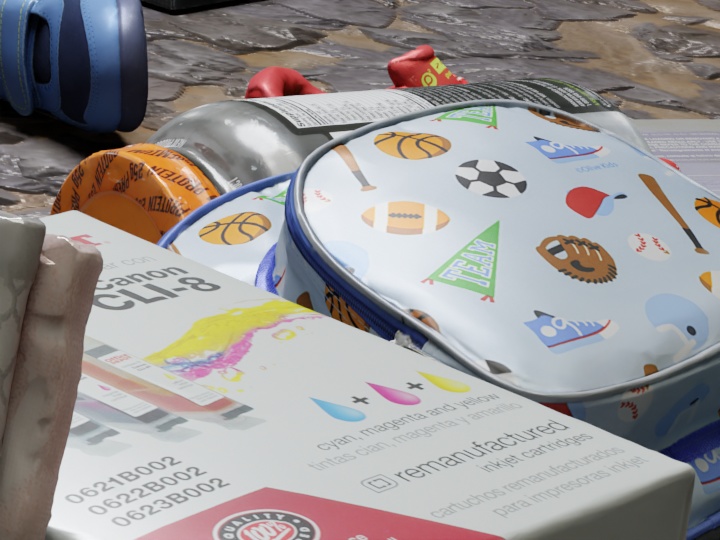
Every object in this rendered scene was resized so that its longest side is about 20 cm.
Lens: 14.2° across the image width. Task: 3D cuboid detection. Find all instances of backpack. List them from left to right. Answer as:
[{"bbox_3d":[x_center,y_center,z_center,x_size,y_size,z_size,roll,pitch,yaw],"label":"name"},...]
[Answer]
[{"bbox_3d":[0.027,0.040,0.807,0.190,0.155,0.200,27,26,36],"label":"backpack"}]

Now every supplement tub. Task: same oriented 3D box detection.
[{"bbox_3d":[0.000,0.000,0.982,0.199,0.123,0.122,-8,23,-37],"label":"supplement tub"}]

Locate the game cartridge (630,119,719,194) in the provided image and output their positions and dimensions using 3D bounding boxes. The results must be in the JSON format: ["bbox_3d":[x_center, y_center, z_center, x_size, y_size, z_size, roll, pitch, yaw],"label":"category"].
[{"bbox_3d":[0.148,-0.036,1.297,0.199,0.039,0.130,-1,16,-25],"label":"game cartridge"}]

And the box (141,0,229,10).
[{"bbox_3d":[-0.102,-0.199,1.664,0.160,0.044,0.200,21,22,33],"label":"box"}]

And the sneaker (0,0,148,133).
[{"bbox_3d":[-0.157,-0.105,1.324,0.082,0.074,0.200,-5,14,-28],"label":"sneaker"}]

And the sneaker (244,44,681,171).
[{"bbox_3d":[0.035,-0.048,1.170,0.199,0.085,0.077,6,19,23],"label":"sneaker"}]

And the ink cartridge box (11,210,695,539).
[{"bbox_3d":[-0.053,0.090,0.650,0.200,0.145,0.145,21,24,36],"label":"ink cartridge box"}]

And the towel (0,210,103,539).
[{"bbox_3d":[-0.152,0.065,0.595,0.199,0.192,0.032,12,-3,37],"label":"towel"}]
